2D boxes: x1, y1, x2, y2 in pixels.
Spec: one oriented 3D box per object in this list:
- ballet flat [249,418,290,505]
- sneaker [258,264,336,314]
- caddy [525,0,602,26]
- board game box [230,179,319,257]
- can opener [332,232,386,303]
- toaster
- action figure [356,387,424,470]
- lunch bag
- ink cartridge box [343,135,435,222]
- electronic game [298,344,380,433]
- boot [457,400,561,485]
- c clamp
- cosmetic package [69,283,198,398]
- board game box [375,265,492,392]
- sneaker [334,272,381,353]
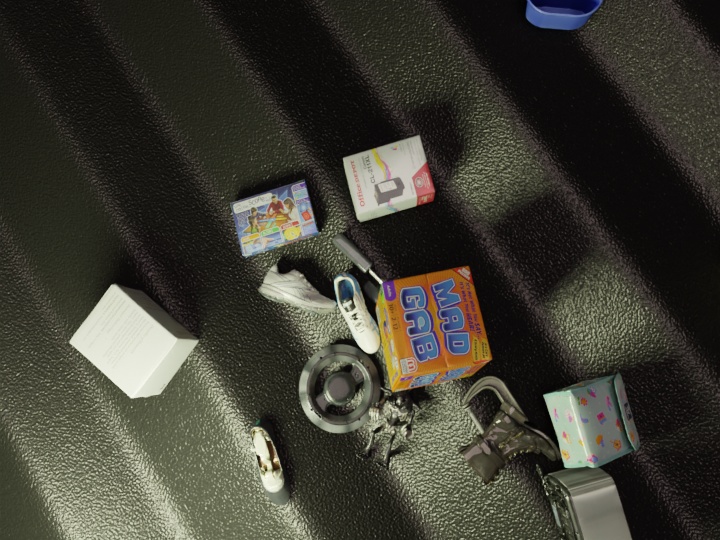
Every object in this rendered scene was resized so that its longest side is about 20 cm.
[{"bbox_3d":[-0.215,0.448,1.455,0.071,0.073,0.206,-17,82,1],"label":"ballet flat"},{"bbox_3d":[-0.146,0.047,1.503,0.195,0.075,0.089,19,79,5],"label":"sneaker"},{"bbox_3d":[0.495,-0.681,1.538,0.193,0.105,0.146,6,84,4],"label":"caddy"},{"bbox_3d":[-0.211,-0.128,1.546,0.194,0.034,0.139,-16,81,1],"label":"board game box"},{"bbox_3d":[0.000,0.000,1.508,0.199,0.053,0.067,43,86,9],"label":"can opener"},{"bbox_3d":[0.480,0.519,1.348,0.115,0.181,0.206,-15,83,-2],"label":"toaster"},{"bbox_3d":[0.072,0.348,1.434,0.116,0.102,0.205,24,88,8],"label":"action figure"},{"bbox_3d":[0.532,0.330,1.396,0.195,0.122,0.175,-9,77,-23],"label":"lunch bag"},{"bbox_3d":[0.068,-0.220,1.517,0.194,0.083,0.150,-16,82,1],"label":"ink cartridge box"},{"bbox_3d":[-0.048,0.278,1.479,0.193,0.042,0.207,1,81,-5],"label":"electronic game"},{"bbox_3d":[0.334,0.412,1.414,0.199,0.069,0.175,39,89,-1],"label":"boot"},{"bbox_3d":[0.302,0.358,1.455,0.168,0.027,0.204,-28,82,0],"label":"c clamp"},{"bbox_3d":[-0.520,0.165,1.462,0.198,0.167,0.168,38,85,7],"label":"cosmetic package"},{"bbox_3d":[0.151,0.134,1.381,0.194,0.201,0.206,-10,72,-6],"label":"board game box"},{"bbox_3d":[-0.013,0.102,1.480,0.071,0.072,0.204,-29,77,23],"label":"sneaker"}]
